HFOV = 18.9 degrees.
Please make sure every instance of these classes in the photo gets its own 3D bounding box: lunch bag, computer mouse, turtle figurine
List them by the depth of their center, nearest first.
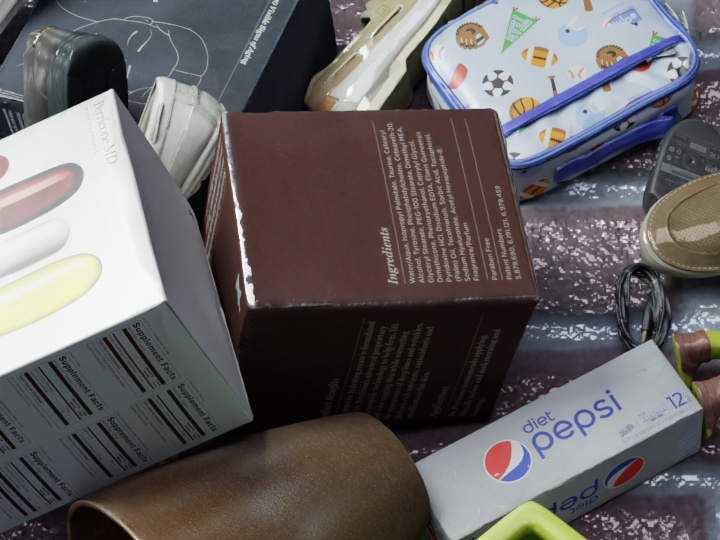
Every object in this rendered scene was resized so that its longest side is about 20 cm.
[{"bbox_3d":[0.307,0.067,1.506,0.160,0.065,0.201,-14,56,-2],"label":"turtle figurine"},{"bbox_3d":[0.226,-0.024,1.601,0.058,0.034,0.201,23,66,-2],"label":"computer mouse"},{"bbox_3d":[0.159,-0.149,1.663,0.199,0.076,0.161,-28,60,-10],"label":"lunch bag"}]

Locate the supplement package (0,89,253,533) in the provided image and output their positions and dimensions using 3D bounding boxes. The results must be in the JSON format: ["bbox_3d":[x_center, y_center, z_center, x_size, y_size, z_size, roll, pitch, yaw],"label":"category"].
[{"bbox_3d":[-0.203,0.029,1.395,0.199,0.147,0.192,-24,50,5],"label":"supplement package"}]

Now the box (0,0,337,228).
[{"bbox_3d":[-0.147,-0.155,1.672,0.196,0.124,0.201,15,61,18],"label":"box"}]

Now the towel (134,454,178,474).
[{"bbox_3d":[-0.210,0.092,1.512,0.199,0.030,0.147,2,33,8],"label":"towel"}]

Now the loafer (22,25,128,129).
[{"bbox_3d":[-0.210,-0.080,1.570,0.073,0.201,0.072,-14,28,-42],"label":"loafer"}]

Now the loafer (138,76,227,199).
[{"bbox_3d":[-0.167,-0.044,1.533,0.201,0.070,0.070,-59,20,5],"label":"loafer"}]

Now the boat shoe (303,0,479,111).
[{"bbox_3d":[0.031,-0.189,1.702,0.068,0.075,0.200,29,65,17],"label":"boat shoe"}]

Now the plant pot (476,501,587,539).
[{"bbox_3d":[0.107,0.298,1.309,0.199,0.182,0.200,-39,60,-18],"label":"plant pot"}]

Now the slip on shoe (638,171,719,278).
[{"bbox_3d":[0.299,-0.046,1.567,0.199,0.061,0.076,-9,70,-8],"label":"slip on shoe"}]

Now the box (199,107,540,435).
[{"bbox_3d":[0.000,0.000,1.501,0.199,0.166,0.165,-1,57,-13],"label":"box"}]

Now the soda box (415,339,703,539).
[{"bbox_3d":[0.134,0.129,1.486,0.199,0.064,0.068,-27,57,-11],"label":"soda box"}]

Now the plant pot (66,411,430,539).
[{"bbox_3d":[-0.058,0.181,1.422,0.200,0.187,0.187,-32,58,-26],"label":"plant pot"}]

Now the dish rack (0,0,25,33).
[{"bbox_3d":[-0.291,-0.202,1.691,0.200,0.043,0.172,-53,17,11],"label":"dish rack"}]
